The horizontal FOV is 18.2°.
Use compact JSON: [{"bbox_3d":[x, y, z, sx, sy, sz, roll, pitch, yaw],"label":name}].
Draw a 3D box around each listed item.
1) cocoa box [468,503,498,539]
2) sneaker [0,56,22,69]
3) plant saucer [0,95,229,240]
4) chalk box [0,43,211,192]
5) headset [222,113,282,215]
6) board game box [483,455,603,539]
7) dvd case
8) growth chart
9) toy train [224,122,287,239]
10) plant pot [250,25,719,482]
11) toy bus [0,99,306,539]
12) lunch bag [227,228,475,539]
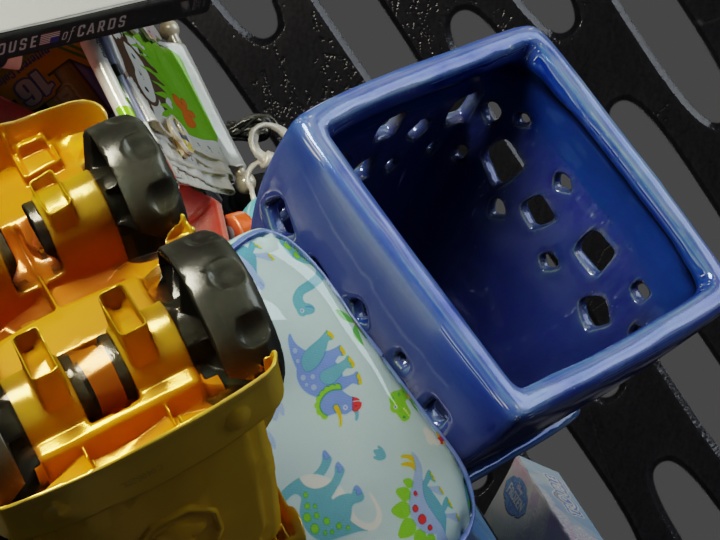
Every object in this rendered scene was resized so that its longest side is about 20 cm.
[{"bbox_3d":[0.013,0.181,1.448,0.132,0.133,0.200,56,2,33],"label":"cocoa box"},{"bbox_3d":[-0.266,-0.164,1.311,0.200,0.080,0.077,27,-56,55],"label":"sneaker"},{"bbox_3d":[-0.169,-0.049,1.233,0.198,0.037,0.200,25,7,-10],"label":"plant saucer"},{"bbox_3d":[-0.180,-0.089,1.439,0.200,0.124,0.125,55,1,-37],"label":"chalk box"},{"bbox_3d":[-0.074,-0.022,1.561,0.124,0.093,0.201,87,-3,-60],"label":"headset"},{"bbox_3d":[0.106,0.261,1.564,0.043,0.200,0.200,22,15,-20],"label":"board game box"},{"bbox_3d":[-0.203,-0.172,1.242,0.150,0.199,0.025,45,-43,33],"label":"dvd case"},{"bbox_3d":[-0.119,-0.104,1.330,0.145,0.018,0.200,62,12,6],"label":"growth chart"},{"bbox_3d":[0.000,0.000,1.374,0.199,0.056,0.151,28,45,-12],"label":"toy train"},{"bbox_3d":[0.049,0.012,1.231,0.201,0.199,0.180,54,-41,12],"label":"plant pot"},{"bbox_3d":[-0.104,0.057,0.924,0.200,0.135,0.193,54,-13,42],"label":"toy bus"},{"bbox_3d":[-0.051,0.094,1.097,0.201,0.161,0.082,53,-36,-10],"label":"lunch bag"}]
